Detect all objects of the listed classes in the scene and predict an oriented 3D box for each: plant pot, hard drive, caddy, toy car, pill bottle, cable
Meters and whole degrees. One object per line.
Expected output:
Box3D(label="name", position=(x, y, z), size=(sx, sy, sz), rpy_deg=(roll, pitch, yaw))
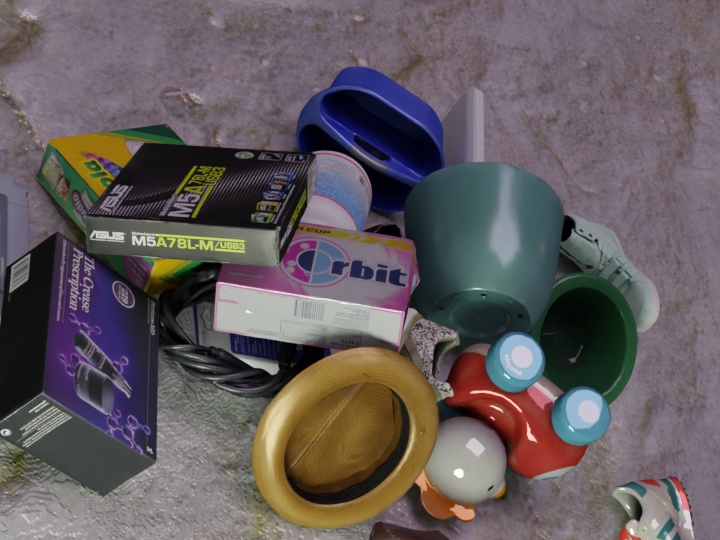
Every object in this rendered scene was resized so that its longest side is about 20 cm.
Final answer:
Box3D(label="plant pot", position=(0.147, -0.004, 1.761), size=(0.199, 0.201, 0.162), rpy_deg=(23, 49, -22))
Box3D(label="hard drive", position=(0.118, -0.136, 1.920), size=(0.026, 0.132, 0.201), rpy_deg=(26, 38, -17))
Box3D(label="caddy", position=(0.015, -0.162, 1.850), size=(0.199, 0.142, 0.105), rpy_deg=(31, 31, -11))
Box3D(label="toy car", position=(0.140, 0.201, 1.590), size=(0.176, 0.184, 0.201), rpy_deg=(39, 64, -2))
Box3D(label="pill bottle", position=(-0.051, -0.052, 1.676), size=(0.108, 0.109, 0.200), rpy_deg=(33, 27, -9))
Box3D(label="cable", position=(-0.129, 0.068, 1.495), size=(0.199, 0.051, 0.164), rpy_deg=(-16, 62, -47))

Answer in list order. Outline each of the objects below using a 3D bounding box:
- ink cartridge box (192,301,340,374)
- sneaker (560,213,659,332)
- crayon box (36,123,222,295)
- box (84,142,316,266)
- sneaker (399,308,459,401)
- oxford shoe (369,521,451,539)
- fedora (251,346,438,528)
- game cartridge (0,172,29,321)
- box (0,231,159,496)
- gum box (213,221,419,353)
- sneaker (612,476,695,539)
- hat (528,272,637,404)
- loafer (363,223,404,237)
Box3D(label="ink cartridge box", position=(-0.092, 0.075, 1.570), size=(0.198, 0.039, 0.100), rpy_deg=(13, 43, -21))
Box3D(label="sneaker", position=(0.328, 0.002, 2.010), size=(0.117, 0.074, 0.201), rpy_deg=(20, 30, -36))
Box3D(label="crayon box", position=(-0.224, -0.070, 1.581), size=(0.200, 0.059, 0.172), rpy_deg=(45, 34, 24))
Box3D(label="box", position=(-0.153, -0.069, 1.454), size=(0.191, 0.048, 0.200), rpy_deg=(6, 27, 8))
Box3D(label="sneaker", position=(0.052, 0.131, 1.557), size=(0.088, 0.077, 0.202), rpy_deg=(10, 66, 20))
Box3D(label="oxford shoe", position=(0.099, 0.302, 1.489), size=(0.198, 0.072, 0.073), rpy_deg=(22, 34, -23))
Box3D(label="fedora", position=(-0.022, 0.158, 1.461), size=(0.199, 0.202, 0.082), rpy_deg=(21, 11, -24))
Box3D(label="game cartridge", position=(-0.390, -0.027, 1.428), size=(0.132, 0.042, 0.201), rpy_deg=(14, 43, -26))
Box3D(label="box", position=(-0.261, 0.085, 1.356), size=(0.141, 0.078, 0.201), rpy_deg=(41, 29, -38))
Box3D(label="gum box", position=(-0.040, 0.014, 1.469), size=(0.198, 0.067, 0.114), rpy_deg=(9, 41, 1))
Box3D(label="sneaker", position=(0.349, 0.331, 1.700), size=(0.092, 0.071, 0.201), rpy_deg=(3, 49, -17))
Box3D(label="hat", position=(0.248, 0.086, 1.900), size=(0.165, 0.176, 0.202), rpy_deg=(27, 75, -20))
Box3D(label="loafer", position=(0.000, 0.000, 1.719), size=(0.073, 0.071, 0.201), rpy_deg=(34, 36, -7))
